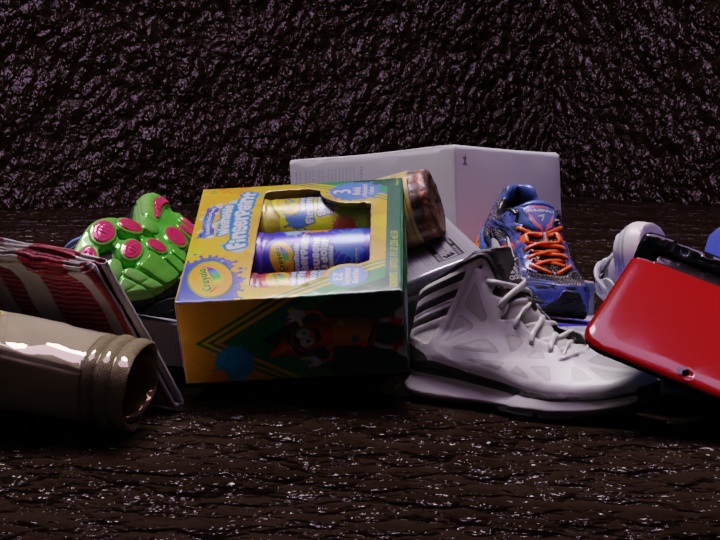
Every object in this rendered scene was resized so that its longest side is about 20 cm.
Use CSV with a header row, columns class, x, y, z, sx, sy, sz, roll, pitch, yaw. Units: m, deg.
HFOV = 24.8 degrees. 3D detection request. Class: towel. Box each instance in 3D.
class,x,y,z,sx,sy,sz,roll,pitch,yaw
towel,-0.230,0.036,1.178,0.199,0.144,0.023,9,47,37

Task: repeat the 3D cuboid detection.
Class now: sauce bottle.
class,x,y,z,sx,sy,sz,roll,pitch,yaw
sauce bottle,-0.029,-0.032,1.389,0.199,0.066,0.066,-17,2,13

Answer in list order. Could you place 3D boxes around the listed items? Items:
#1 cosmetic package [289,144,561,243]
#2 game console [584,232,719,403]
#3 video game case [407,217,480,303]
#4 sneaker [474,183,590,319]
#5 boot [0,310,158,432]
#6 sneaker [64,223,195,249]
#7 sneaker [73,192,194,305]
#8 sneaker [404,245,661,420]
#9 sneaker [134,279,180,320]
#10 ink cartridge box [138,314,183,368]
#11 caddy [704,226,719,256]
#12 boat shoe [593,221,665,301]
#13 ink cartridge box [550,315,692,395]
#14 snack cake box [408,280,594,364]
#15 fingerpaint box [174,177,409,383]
class,x,y,z,sx,sy,sz,roll,pitch,yaw
cosmetic package,0.068,-0.055,1.631,0.199,0.124,0.199,-4,-2,37
game console,0.273,0.066,1.162,0.199,0.119,0.172,23,-16,19
video game case,0.000,0.000,1.403,0.181,0.023,0.200,-20,18,-6
sneaker,0.141,-0.017,1.367,0.075,0.079,0.200,4,20,-17
boot,-0.214,0.068,1.114,0.155,0.073,0.200,10,-10,0
sneaker,-0.184,-0.005,1.536,0.199,0.071,0.078,-6,11,-7
sneaker,-0.179,0.001,1.249,0.077,0.084,0.200,40,15,1
sneaker,0.121,0.042,1.179,0.200,0.116,0.076,5,7,31
sneaker,-0.197,0.037,1.401,0.199,0.074,0.082,-1,5,-21
ink cartridge box,-0.186,0.050,1.279,0.199,0.039,0.099,12,-2,-40
caddy,0.353,0.029,1.392,0.141,0.105,0.200,14,-8,3
boat shoe,0.240,0.013,1.439,0.068,0.072,0.200,3,-16,22
ink cartridge box,0.210,0.065,1.310,0.198,0.044,0.199,7,5,43
snack cake box,0.096,0.040,1.443,0.199,0.068,0.115,-3,6,-34
fingerpaint box,-0.047,0.002,1.255,0.166,0.074,0.200,-3,27,4
